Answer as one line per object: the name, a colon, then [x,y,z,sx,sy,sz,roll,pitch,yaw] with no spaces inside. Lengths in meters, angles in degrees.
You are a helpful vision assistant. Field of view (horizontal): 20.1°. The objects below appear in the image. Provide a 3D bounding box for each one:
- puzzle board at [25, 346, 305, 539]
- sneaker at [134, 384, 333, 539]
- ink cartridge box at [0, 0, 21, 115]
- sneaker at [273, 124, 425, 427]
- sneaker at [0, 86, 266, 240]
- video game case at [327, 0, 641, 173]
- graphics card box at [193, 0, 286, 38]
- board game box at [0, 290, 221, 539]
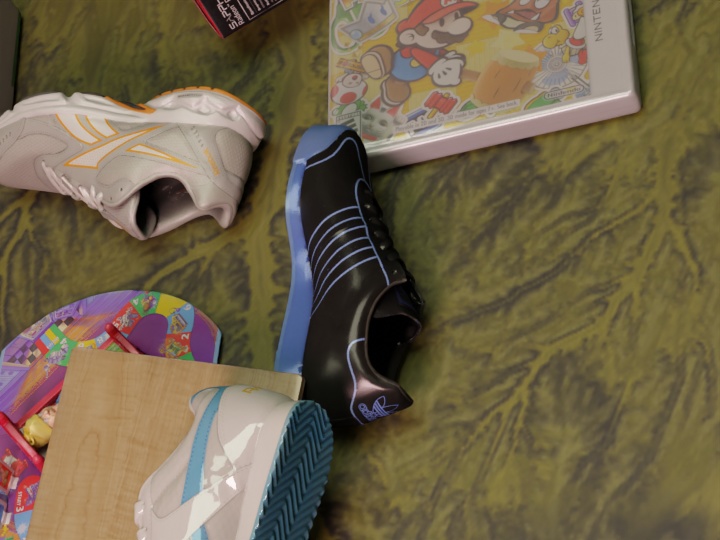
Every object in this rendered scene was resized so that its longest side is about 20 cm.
puzzle board: [-0.119,0.148,1.156,0.151,0.017,0.200,6,76,22]
sneaker: [-0.085,0.158,1.096,0.081,0.077,0.200,12,71,32]
ink cartridge box: [-0.352,-0.131,1.442,0.200,0.084,0.146,-13,53,16]
sneaker: [0.000,0.000,1.202,0.078,0.070,0.200,-8,63,22]
sneaker: [-0.162,-0.063,1.318,0.200,0.076,0.092,-4,60,24]
video game case: [0.075,-0.155,1.303,0.200,0.023,0.182,-12,53,17]
graphics card box: [-0.036,-0.250,1.387,0.200,0.051,0.125,-32,36,2]
board game box: [-0.170,0.087,1.234,0.158,0.039,0.200,-7,55,20]
